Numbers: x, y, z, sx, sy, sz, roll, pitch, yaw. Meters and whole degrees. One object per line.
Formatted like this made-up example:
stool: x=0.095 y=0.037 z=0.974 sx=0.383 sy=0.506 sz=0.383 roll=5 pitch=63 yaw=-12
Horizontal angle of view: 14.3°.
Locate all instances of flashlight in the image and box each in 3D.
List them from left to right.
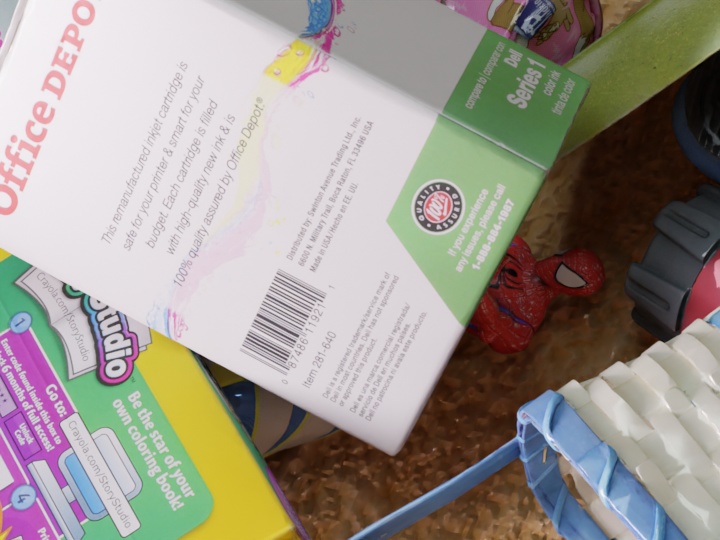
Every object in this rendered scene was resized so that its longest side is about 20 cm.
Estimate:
flashlight: x=0.198 y=0.040 z=1.126 sx=0.200 sy=0.068 sz=0.068 roll=32 pitch=36 yaw=30

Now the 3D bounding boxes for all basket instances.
basket: x=0.108 y=0.123 z=1.045 sx=0.199 sy=0.139 sz=0.177 roll=-32 pitch=66 yaw=-11

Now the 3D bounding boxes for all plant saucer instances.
plant saucer: x=0.138 y=-0.106 z=1.172 sx=0.200 sy=0.200 sz=0.031 roll=-35 pitch=91 yaw=-7

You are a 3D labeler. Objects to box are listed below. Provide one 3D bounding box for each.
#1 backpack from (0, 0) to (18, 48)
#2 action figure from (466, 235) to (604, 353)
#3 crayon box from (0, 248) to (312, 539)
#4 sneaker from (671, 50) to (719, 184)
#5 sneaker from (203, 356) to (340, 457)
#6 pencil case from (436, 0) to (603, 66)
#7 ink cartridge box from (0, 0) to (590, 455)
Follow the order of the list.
backpack: x=-0.075 y=-0.087 z=1.215 sx=0.199 sy=0.168 sz=0.126 roll=6 pitch=21 yaw=27
action figure: x=0.000 y=0.000 z=1.198 sx=0.199 sy=0.099 sz=0.066 roll=-7 pitch=56 yaw=11
crayon box: x=-0.132 y=0.084 z=1.118 sx=0.172 sy=0.058 sz=0.200 roll=-32 pitch=55 yaw=-2
sneaker: x=0.222 y=-0.036 z=1.171 sx=0.199 sy=0.078 sz=0.066 roll=23 pitch=82 yaw=8
sneaker: x=-0.093 y=0.093 z=1.188 sx=0.199 sy=0.076 sz=0.106 roll=-9 pitch=70 yaw=16
pencil case: x=0.009 y=-0.120 z=1.284 sx=0.199 sy=0.086 sz=0.083 roll=23 pitch=96 yaw=30
ink cartridge box: x=-0.037 y=-0.046 z=1.083 sx=0.199 sy=0.145 sz=0.084 roll=28 pitch=33 yaw=1
